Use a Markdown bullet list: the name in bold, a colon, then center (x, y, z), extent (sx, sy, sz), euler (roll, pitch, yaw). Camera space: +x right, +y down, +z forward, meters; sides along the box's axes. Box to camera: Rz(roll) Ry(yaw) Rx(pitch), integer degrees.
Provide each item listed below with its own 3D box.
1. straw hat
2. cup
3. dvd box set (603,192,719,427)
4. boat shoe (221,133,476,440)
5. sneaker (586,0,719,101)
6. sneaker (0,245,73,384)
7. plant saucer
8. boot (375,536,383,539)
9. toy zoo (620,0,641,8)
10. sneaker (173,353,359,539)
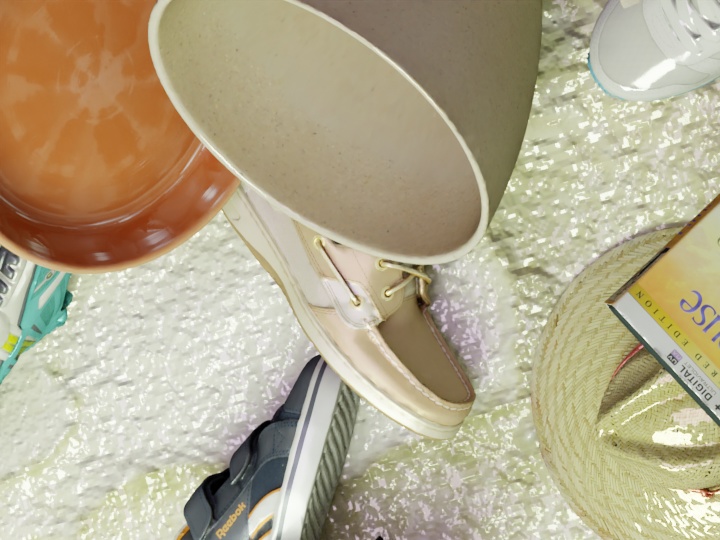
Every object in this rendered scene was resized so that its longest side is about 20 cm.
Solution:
- **straw hat**: center (0.171, 0.073, 1.403), extent (0.201, 0.085, 0.202), euler (3, 98, 20)
- **cup**: center (0.014, -0.122, 1.384), extent (0.200, 0.200, 0.143), euler (28, 63, 16)
- **dvd box set**: center (0.241, 0.000, 1.347), extent (0.200, 0.029, 0.146), euler (-43, 92, -2)
- **boat shoe**: center (0.000, 0.000, 1.467), extent (0.069, 0.074, 0.200), euler (-44, 79, 26)
- **sneaker**: center (0.195, -0.151, 1.371), extent (0.200, 0.081, 0.077), euler (-32, 86, 22)
- **sneaker**: center (-0.202, 0.032, 1.548), extent (0.078, 0.080, 0.200), euler (53, 130, 28)
- **plant saucer**: center (-0.135, -0.098, 1.412), extent (0.032, 0.200, 0.201), euler (25, 107, 52)
- **boot**: center (0.062, 0.245, 1.475), extent (0.200, 0.077, 0.139), euler (23, 99, 16)
- **toy zoo**: center (0.205, -0.205, 1.327), extent (0.200, 0.131, 0.020), euler (-21, 127, 8)
- **sneaker**: center (-0.058, 0.132, 1.502), extent (0.079, 0.078, 0.200), euler (19, 104, 12)
